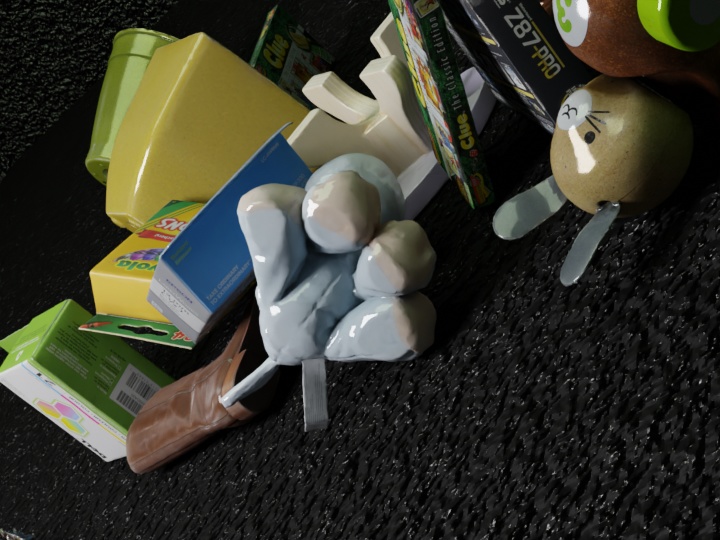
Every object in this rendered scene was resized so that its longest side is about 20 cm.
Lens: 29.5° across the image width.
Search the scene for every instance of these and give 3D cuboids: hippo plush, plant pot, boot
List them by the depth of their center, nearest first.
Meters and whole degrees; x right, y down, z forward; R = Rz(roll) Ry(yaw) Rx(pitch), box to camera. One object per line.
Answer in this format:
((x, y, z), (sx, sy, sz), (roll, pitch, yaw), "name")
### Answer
((0.000, 0.000, 1.041), (0.161, 0.157, 0.203), (-47, -33, -59), "hippo plush")
((-0.125, 0.083, 1.224), (0.199, 0.064, 0.187), (-34, 22, 47), "boot")
((-0.174, -0.114, 1.501), (0.202, 0.195, 0.194), (-59, 21, -10), "plant pot")
((-0.301, -0.209, 1.974), (0.200, 0.199, 0.195), (-12, 53, 59), "plant pot")

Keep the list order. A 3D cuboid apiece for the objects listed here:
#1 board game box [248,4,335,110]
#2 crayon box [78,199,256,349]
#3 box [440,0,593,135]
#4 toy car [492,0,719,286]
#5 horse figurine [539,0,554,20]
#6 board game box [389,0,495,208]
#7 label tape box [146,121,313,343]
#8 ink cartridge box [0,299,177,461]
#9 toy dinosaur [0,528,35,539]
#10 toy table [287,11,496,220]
((-0.085, -0.241, 1.657), (0.023, 0.104, 0.201), (-41, 22, 29), "board game box")
((-0.170, -0.001, 1.315), (0.125, 0.051, 0.200), (7, 30, 20), "crayon box")
((0.106, -0.188, 1.063), (0.049, 0.162, 0.200), (-40, 19, 3), "box")
((0.152, -0.095, 0.843), (0.201, 0.157, 0.164), (-58, 29, 8), "toy car")
((0.137, -0.255, 1.255), (0.133, 0.050, 0.200), (-47, 35, 8), "horse figurine")
((0.055, -0.155, 1.049), (0.023, 0.202, 0.105), (-20, 29, -1), "board game box")
((-0.101, -0.027, 1.122), (0.144, 0.066, 0.200), (-49, 3, -18), "label tape box")
((-0.289, 0.121, 1.366), (0.199, 0.147, 0.076), (-24, 32, 52), "ink cartridge box")
((-0.379, 0.326, 1.282), (0.199, 0.104, 0.184), (13, 83, 55), "toy dinosaur")
((0.024, -0.132, 1.207), (0.183, 0.117, 0.201), (-14, 39, 58), "toy table")
